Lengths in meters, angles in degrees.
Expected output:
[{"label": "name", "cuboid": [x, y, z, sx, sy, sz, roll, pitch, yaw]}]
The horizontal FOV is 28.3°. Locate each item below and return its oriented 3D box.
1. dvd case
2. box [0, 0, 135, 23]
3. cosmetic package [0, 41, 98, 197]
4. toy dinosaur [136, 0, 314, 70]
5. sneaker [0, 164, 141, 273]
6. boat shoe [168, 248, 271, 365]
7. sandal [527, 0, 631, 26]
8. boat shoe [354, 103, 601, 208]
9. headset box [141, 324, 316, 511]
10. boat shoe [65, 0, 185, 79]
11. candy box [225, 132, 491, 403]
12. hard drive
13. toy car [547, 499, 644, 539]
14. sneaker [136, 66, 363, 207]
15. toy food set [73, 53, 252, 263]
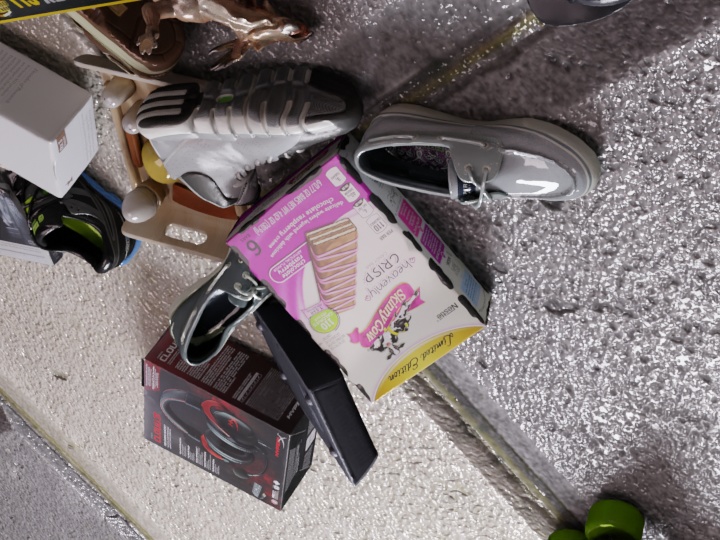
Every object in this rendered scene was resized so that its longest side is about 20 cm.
[{"label": "dvd case", "cuboid": [-0.408, -0.099, 1.521, 0.150, 0.025, 0.201, 11, 135, 28]}, {"label": "box", "cuboid": [-0.215, -0.278, 1.093, 0.199, 0.161, 0.049, -1, 158, 37]}, {"label": "cosmetic package", "cuboid": [-0.351, -0.164, 1.365, 0.199, 0.074, 0.102, 29, 153, 8]}, {"label": "toy dinosaur", "cuboid": [-0.144, -0.232, 1.155, 0.086, 0.135, 0.200, -48, 68, 17]}, {"label": "sneaker", "cuboid": [-0.309, -0.071, 1.420, 0.199, 0.083, 0.071, 37, 127, -4]}, {"label": "boat shoe", "cuboid": [-0.104, 0.015, 1.326, 0.073, 0.062, 0.200, 29, 122, -34]}, {"label": "sandal", "cuboid": [0.182, -0.215, 0.947, 0.200, 0.043, 0.076, -21, 114, 46]}, {"label": "boat shoe", "cuboid": [0.087, -0.080, 1.129, 0.200, 0.072, 0.070, 13, 136, 27]}, {"label": "headset box", "cuboid": [-0.147, 0.148, 1.526, 0.199, 0.075, 0.149, 26, 140, 13]}, {"label": "boat shoe", "cuboid": [-0.234, -0.239, 1.216, 0.203, 0.075, 0.075, 50, 163, 0]}, {"label": "candy box", "cuboid": [0.000, 0.000, 1.243, 0.136, 0.061, 0.200, -37, 105, 24]}, {"label": "hard drive", "cuboid": [-0.046, 0.102, 1.355, 0.200, 0.042, 0.135, 49, 165, 57]}, {"label": "toy car", "cuboid": [0.270, 0.346, 1.358, 0.199, 0.165, 0.158, 28, 142, -9]}, {"label": "sneaker", "cuboid": [-0.083, -0.106, 1.220, 0.199, 0.075, 0.116, 0, 136, 18]}, {"label": "toy food set", "cuboid": [-0.182, -0.101, 1.319, 0.143, 0.060, 0.201, 15, 136, 25]}]
